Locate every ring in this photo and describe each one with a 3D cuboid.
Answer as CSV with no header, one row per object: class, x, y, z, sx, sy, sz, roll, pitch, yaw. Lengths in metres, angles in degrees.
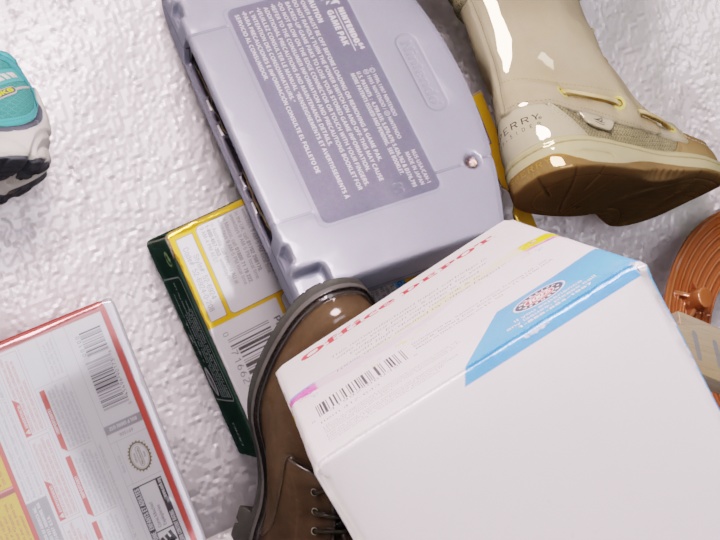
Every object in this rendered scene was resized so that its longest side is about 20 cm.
ring,0.263,0.055,0.845,0.198,0.019,0.204,11,70,-31

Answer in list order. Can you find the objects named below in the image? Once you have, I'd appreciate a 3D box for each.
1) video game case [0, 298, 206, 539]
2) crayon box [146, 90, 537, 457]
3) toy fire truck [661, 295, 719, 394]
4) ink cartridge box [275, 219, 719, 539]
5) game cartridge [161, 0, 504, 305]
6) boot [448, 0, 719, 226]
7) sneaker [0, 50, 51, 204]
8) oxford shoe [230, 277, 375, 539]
video game case,-0.190,0.118,0.691,0.198,0.017,0.145,-23,95,-21
crayon box,0.000,0.000,0.755,0.198,0.051,0.127,-26,96,-20
toy fire truck,0.128,0.089,0.697,0.197,0.129,0.179,-7,81,0
ink cartridge box,0.055,0.070,0.544,0.128,0.200,0.126,-31,99,-2
game cartridge,-0.010,-0.083,0.721,0.131,0.041,0.202,-19,66,-14
boot,0.129,-0.108,0.794,0.198,0.072,0.157,1,64,-47
sneaker,-0.249,-0.064,0.661,0.197,0.078,0.081,-9,71,-26
oxford shoe,-0.013,0.100,0.677,0.072,0.084,0.203,-9,121,-30
